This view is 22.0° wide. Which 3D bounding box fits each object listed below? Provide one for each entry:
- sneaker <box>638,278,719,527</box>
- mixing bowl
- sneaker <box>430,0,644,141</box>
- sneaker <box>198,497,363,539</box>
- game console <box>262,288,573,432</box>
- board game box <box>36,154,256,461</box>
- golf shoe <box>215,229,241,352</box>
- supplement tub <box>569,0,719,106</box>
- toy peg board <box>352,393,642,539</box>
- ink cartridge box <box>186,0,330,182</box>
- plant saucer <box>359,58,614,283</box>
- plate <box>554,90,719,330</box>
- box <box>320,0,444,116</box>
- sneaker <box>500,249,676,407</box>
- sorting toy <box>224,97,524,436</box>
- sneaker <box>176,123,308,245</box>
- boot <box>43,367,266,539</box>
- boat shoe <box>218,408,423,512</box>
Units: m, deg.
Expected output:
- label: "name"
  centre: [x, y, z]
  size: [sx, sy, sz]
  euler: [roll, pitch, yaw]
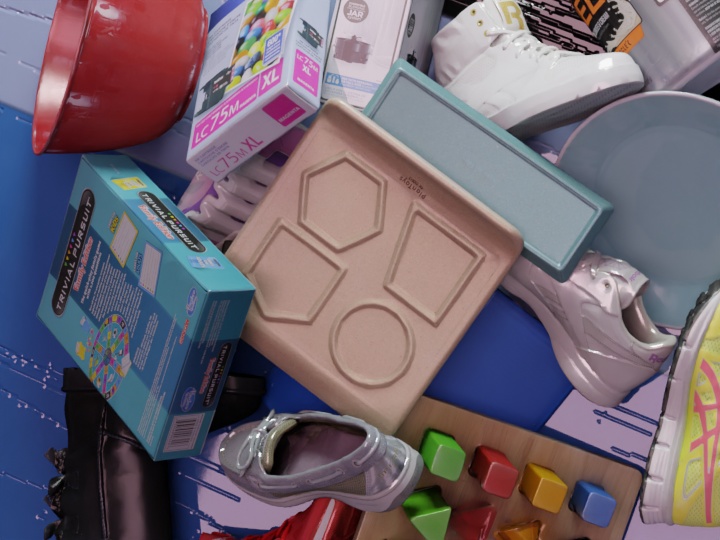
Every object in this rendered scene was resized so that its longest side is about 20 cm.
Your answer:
- label: "sneaker"
  centre: [0.273, 0.103, 1.404]
  size: [0.089, 0.078, 0.202]
  euler: [14, 106, 12]
- label: "mixing bowl"
  centre: [-0.187, -0.178, 1.487]
  size: [0.107, 0.200, 0.202]
  euler: [13, 91, -17]
- label: "sneaker"
  centre: [0.125, -0.164, 1.418]
  size: [0.199, 0.073, 0.117]
  euler: [-16, 80, 46]
- label: "sneaker"
  centre: [-0.079, 0.224, 1.467]
  size: [0.115, 0.078, 0.201]
  euler: [33, 114, 17]
- label: "game console"
  centre: [0.047, 0.086, 1.490]
  size: [0.201, 0.118, 0.171]
  euler: [-51, 47, 7]
- label: "board game box"
  centre: [-0.170, 0.025, 1.438]
  size: [0.200, 0.047, 0.152]
  euler: [44, 124, 40]
- label: "golf shoe"
  centre: [-0.070, 0.014, 1.454]
  size: [0.198, 0.078, 0.089]
  euler: [-7, 125, 19]
- label: "supplement tub"
  centre: [0.214, -0.231, 1.406]
  size: [0.122, 0.122, 0.201]
  euler: [-36, 79, 10]
- label: "toy peg board"
  centre: [0.098, 0.222, 1.400]
  size: [0.197, 0.098, 0.202]
  euler: [19, 93, -6]
- label: "ink cartridge box"
  centre: [-0.075, -0.175, 1.443]
  size: [0.119, 0.042, 0.201]
  euler: [-32, 35, 35]
- label: "plant saucer"
  centre: [0.089, -0.075, 1.380]
  size: [0.199, 0.019, 0.070]
  euler: [35, 94, 7]
- label: "plate"
  centre: [0.241, -0.047, 1.406]
  size: [0.198, 0.026, 0.202]
  euler: [12, 123, 20]
- label: "box"
  centre: [0.026, -0.218, 1.456]
  size: [0.059, 0.117, 0.202]
  euler: [13, 90, 14]
- label: "sneaker"
  centre: [0.164, 0.002, 1.416]
  size: [0.099, 0.075, 0.201]
  euler: [-38, 88, 34]
- label: "sorting toy"
  centre: [0.000, 0.000, 1.397]
  size: [0.184, 0.036, 0.201]
  euler: [36, 106, 7]
- label: "sneaker"
  centre: [-0.108, -0.064, 1.509]
  size: [0.200, 0.080, 0.089]
  euler: [-49, 33, 26]
- label: "boot"
  centre: [-0.168, 0.162, 1.513]
  size: [0.196, 0.073, 0.165]
  euler: [-1, 85, 21]
- label: "boat shoe"
  centre: [-0.041, 0.136, 1.397]
  size: [0.201, 0.065, 0.075]
  euler: [4, 56, 49]
